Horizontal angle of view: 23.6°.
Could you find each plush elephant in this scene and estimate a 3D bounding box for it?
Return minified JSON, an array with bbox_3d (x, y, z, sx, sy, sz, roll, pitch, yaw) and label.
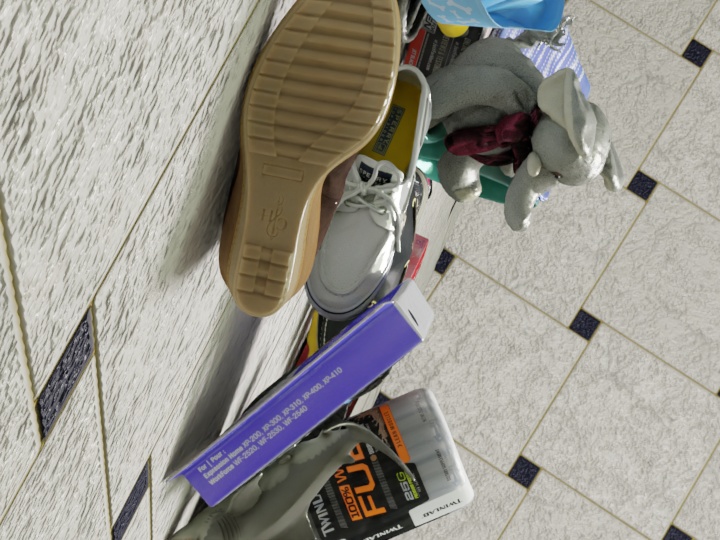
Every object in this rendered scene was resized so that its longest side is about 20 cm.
[{"bbox_3d":[0.135,-0.107,1.405,0.200,0.155,0.164,-44,146,8],"label":"plush elephant"}]

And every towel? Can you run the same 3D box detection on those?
[{"bbox_3d":[0.162,-0.170,1.566,0.146,0.024,0.200,-64,149,-22],"label":"towel"}]

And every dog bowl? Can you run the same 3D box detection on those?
[{"bbox_3d":[0.089,-0.220,1.200,0.200,0.049,0.113,-13,97,-64],"label":"dog bowl"}]

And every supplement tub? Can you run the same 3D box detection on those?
[{"bbox_3d":[-0.001,0.203,1.654,0.198,0.124,0.123,-23,173,0],"label":"supplement tub"}]

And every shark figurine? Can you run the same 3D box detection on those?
[{"bbox_3d":[-0.043,0.176,1.310,0.214,0.090,0.128,-35,-178,20],"label":"shark figurine"}]

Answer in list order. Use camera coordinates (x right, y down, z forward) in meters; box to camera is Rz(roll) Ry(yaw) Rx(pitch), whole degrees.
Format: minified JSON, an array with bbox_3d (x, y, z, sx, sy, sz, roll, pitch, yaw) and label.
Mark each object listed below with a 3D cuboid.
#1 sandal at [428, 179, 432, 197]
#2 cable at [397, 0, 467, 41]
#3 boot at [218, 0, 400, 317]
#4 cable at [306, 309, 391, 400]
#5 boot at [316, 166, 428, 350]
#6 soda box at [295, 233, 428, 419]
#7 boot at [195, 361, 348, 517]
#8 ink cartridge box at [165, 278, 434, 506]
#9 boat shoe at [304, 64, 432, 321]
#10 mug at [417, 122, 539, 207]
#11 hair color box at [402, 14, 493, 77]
[{"bbox_3d":[0.064,-0.108,1.843,0.075,0.045,0.202,100,14,-70],"label":"sandal"},{"bbox_3d":[0.061,-0.211,1.236,0.200,0.050,0.098,-49,155,-73],"label":"cable"},{"bbox_3d":[-0.032,-0.084,0.949,0.167,0.072,0.202,-89,-161,-71],"label":"boot"},{"bbox_3d":[-0.039,0.119,1.624,0.050,0.097,0.201,19,-103,54],"label":"cable"},{"bbox_3d":[-0.001,-0.001,1.514,0.154,0.073,0.206,-6,116,-81],"label":"boot"},{"bbox_3d":[-0.002,0.048,1.711,0.064,0.069,0.201,104,11,-65],"label":"soda box"},{"bbox_3d":[-0.082,0.166,1.458,0.201,0.077,0.138,-53,178,-6],"label":"boot"},{"bbox_3d":[-0.036,0.089,1.242,0.198,0.044,0.200,-39,178,8],"label":"ink cartridge box"},{"bbox_3d":[0.009,-0.064,1.301,0.086,0.074,0.204,96,17,-76],"label":"boat shoe"},{"bbox_3d":[0.120,-0.142,1.673,0.185,0.150,0.116,61,48,-83],"label":"mug"},{"bbox_3d":[0.104,-0.257,1.500,0.102,0.061,0.201,108,7,-54],"label":"hair color box"}]
